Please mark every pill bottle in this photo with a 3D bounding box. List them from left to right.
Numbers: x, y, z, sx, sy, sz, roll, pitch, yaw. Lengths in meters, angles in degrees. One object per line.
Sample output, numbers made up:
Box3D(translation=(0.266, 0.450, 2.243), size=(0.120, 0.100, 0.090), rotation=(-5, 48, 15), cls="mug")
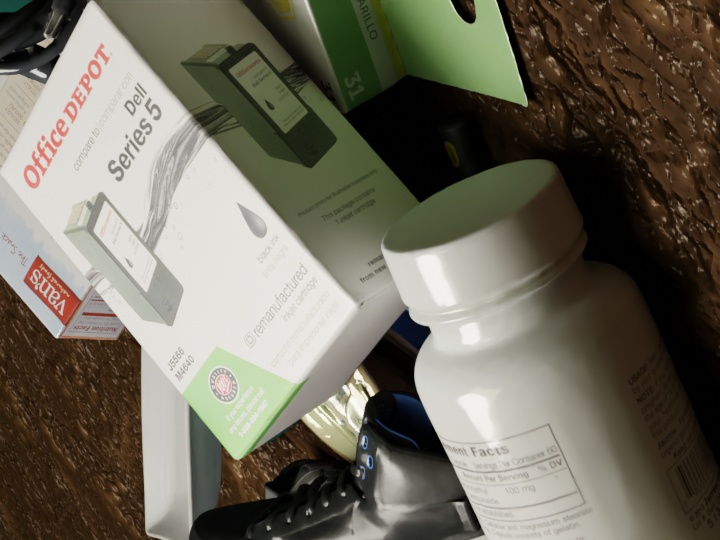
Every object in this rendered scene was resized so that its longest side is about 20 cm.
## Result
Box3D(translation=(0.089, 0.057, 1.053), size=(0.114, 0.114, 0.201), rotation=(8, 127, 62), cls="pill bottle")

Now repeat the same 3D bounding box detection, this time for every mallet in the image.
Box3D(translation=(0.072, 0.016, 1.146), size=(0.066, 0.041, 0.201), rotation=(6, 121, 65), cls="mallet")

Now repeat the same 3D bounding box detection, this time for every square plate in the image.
Box3D(translation=(-0.118, 0.078, 1.499), size=(0.200, 0.028, 0.200), rotation=(167, 102, -76), cls="square plate")

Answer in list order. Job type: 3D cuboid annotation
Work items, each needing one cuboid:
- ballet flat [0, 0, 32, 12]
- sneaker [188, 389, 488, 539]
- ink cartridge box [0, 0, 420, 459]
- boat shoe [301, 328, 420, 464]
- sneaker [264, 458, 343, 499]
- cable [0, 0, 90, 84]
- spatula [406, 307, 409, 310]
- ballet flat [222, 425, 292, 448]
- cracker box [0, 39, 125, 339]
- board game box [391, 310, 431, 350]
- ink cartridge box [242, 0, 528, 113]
Box3D(translation=(-0.185, -0.182, 1.246), size=(0.069, 0.201, 0.071), rotation=(24, 175, -3), cls="ballet flat")
Box3D(translation=(-0.006, 0.111, 1.171), size=(0.198, 0.073, 0.113), rotation=(2, 117, 26), cls="sneaker")
Box3D(translation=(-0.071, -0.032, 1.134), size=(0.200, 0.084, 0.146), rotation=(48, 136, 11), cls="ink cartridge box")
Box3D(translation=(0.051, 0.099, 1.208), size=(0.199, 0.073, 0.063), rotation=(36, 141, -3), cls="boat shoe")
Box3D(translation=(-0.029, 0.171, 1.532), size=(0.200, 0.070, 0.083), rotation=(116, 147, -71), cls="sneaker")
Box3D(translation=(-0.183, -0.201, 1.192), size=(0.162, 0.202, 0.051), rotation=(11, 178, 12), cls="cable")
Box3D(translation=(0.009, 0.004, 1.180), size=(0.200, 0.021, 0.057), rotation=(44, 153, 12), cls="spatula")
Box3D(translation=(-0.059, 0.056, 1.447), size=(0.200, 0.067, 0.071), rotation=(127, 133, -66), cls="ballet flat")
Box3D(translation=(-0.142, -0.079, 1.276), size=(0.134, 0.058, 0.201), rotation=(45, 111, 27), cls="cracker box")
Box3D(translation=(0.000, 0.000, 1.251), size=(0.158, 0.039, 0.200), rotation=(52, 142, -9), cls="board game box")
Box3D(translation=(-0.013, -0.147, 1.088), size=(0.200, 0.048, 0.146), rotation=(26, 142, 56), cls="ink cartridge box")
